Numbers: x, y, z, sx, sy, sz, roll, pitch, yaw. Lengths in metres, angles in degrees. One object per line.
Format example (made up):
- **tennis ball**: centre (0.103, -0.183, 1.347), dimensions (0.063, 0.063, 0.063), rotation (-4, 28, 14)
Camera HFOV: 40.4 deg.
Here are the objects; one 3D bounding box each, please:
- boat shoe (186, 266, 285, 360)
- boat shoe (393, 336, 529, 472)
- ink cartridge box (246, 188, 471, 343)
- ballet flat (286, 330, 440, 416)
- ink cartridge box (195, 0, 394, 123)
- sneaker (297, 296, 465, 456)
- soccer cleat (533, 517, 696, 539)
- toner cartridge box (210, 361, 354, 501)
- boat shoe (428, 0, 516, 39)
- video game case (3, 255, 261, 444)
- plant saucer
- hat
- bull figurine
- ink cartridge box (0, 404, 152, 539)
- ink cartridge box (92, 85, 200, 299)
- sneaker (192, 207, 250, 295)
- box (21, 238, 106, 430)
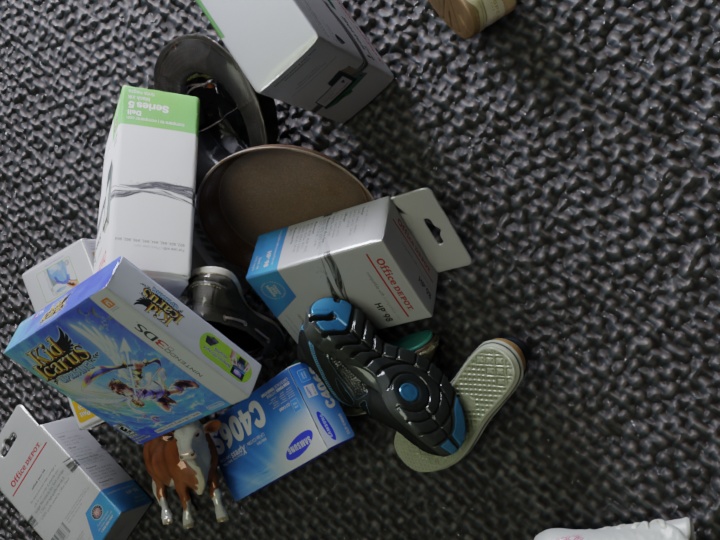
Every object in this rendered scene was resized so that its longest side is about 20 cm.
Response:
- **boat shoe**: centre (-0.134, 0.064, 1.036), dimensions (0.067, 0.200, 0.057), rotation (-1, 62, 16)
- **boat shoe**: centre (0.105, 0.138, 0.999), dimensions (0.075, 0.062, 0.200), rotation (45, 124, 13)
- **ink cartridge box**: centre (0.000, 0.000, 1.001), dimensions (0.200, 0.067, 0.116), rotation (-15, 129, 26)
- **ballet flat**: centre (0.010, 0.117, 1.050), dimensions (0.200, 0.068, 0.075), rotation (-16, 106, 31)
- **ink cartridge box**: centre (-0.066, -0.241, 0.994), dimensions (0.084, 0.200, 0.146), rotation (-38, 76, 18)
- **sneaker**: centre (0.020, 0.112, 0.970), dimensions (0.200, 0.073, 0.082), rotation (43, 139, 13)
- **soccer cleat**: centre (0.268, 0.266, 0.927), dimensions (0.200, 0.070, 0.087), rotation (14, 82, 23)
- **toner cartridge box**: centre (-0.094, 0.177, 1.066), dimensions (0.200, 0.043, 0.095), rotation (-38, 75, 45)
- **boat shoe**: centre (0.082, -0.319, 0.999), dimensions (0.064, 0.071, 0.200), rotation (-29, 67, -12)
- **video game case**: centre (-0.231, 0.089, 0.982), dimensions (0.200, 0.045, 0.181), rotation (-27, 121, 39)
- **plant saucer**: centre (-0.073, -0.061, 1.036), dimensions (0.200, 0.200, 0.035), rotation (-14, 41, 25)
- **hat**: centre (-0.142, -0.171, 1.090), dimensions (0.200, 0.081, 0.201), rotation (23, 126, 35)
- **bull figurine**: centre (-0.198, 0.225, 1.106), dimensions (0.200, 0.065, 0.122), rotation (-19, 81, 65)
- **ink cartridge box**: centre (-0.370, 0.267, 1.228), dimensions (0.200, 0.067, 0.116), rotation (42, 108, 18)
- **ink cartridge box**: centre (-0.226, -0.067, 1.023), dimensions (0.145, 0.084, 0.200), rotation (138, 135, -62)
- **sneaker**: centre (-0.196, -0.029, 1.142), dimensions (0.200, 0.075, 0.082), rotation (46, 119, 28)
- **box**: centre (-0.297, 0.073, 1.161), dimensions (0.101, 0.112, 0.200), rotation (-26, 81, 22)
